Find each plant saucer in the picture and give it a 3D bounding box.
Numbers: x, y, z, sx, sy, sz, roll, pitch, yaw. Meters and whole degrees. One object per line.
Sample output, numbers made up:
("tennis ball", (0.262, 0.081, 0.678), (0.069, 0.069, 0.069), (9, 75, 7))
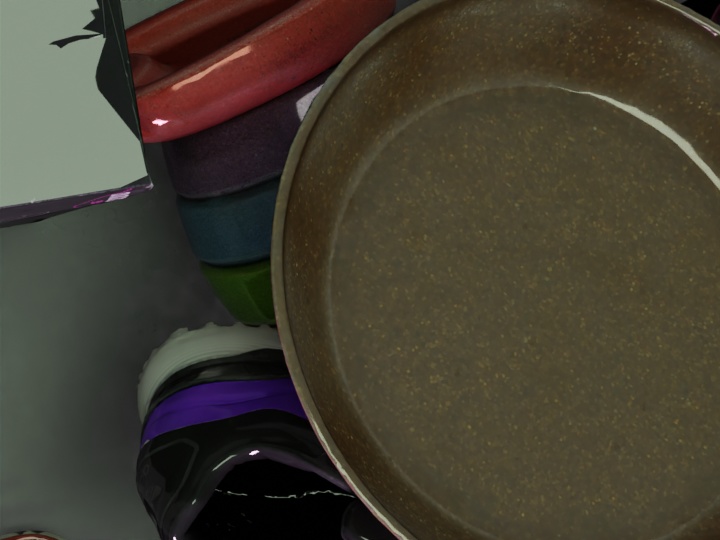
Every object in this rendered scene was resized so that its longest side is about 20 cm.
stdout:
("plant saucer", (0.064, 0.010, 0.768), (0.200, 0.037, 0.201), (6, 71, -19))

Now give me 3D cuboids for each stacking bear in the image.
("stacking bear", (0.000, 0.000, 0.872), (0.113, 0.121, 0.200), (-27, 106, -6))

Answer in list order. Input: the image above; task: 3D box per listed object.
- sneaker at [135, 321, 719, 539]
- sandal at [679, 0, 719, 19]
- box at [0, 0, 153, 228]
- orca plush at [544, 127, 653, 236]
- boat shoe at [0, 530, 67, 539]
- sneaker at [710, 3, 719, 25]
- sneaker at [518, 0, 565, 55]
("sneaker", (0.028, 0.071, 0.794), (0.199, 0.100, 0.070), (1, 121, 0))
("sandal", (0.192, -0.110, 0.942), (0.199, 0.045, 0.075), (-25, 53, -13))
("box", (-0.160, -0.067, 0.773), (0.148, 0.200, 0.125), (-10, 90, -16))
("orca plush", (0.103, 0.039, 0.851), (0.105, 0.071, 0.201), (-26, 117, -32))
("boat shoe", (-0.161, 0.163, 0.841), (0.200, 0.063, 0.071), (-40, 98, -15))
("sneaker", (0.165, -0.080, 0.874), (0.200, 0.086, 0.080), (61, 40, -26))
("sneaker", (0.076, -0.146, 0.864), (0.077, 0.082, 0.200), (8, 48, 5))
